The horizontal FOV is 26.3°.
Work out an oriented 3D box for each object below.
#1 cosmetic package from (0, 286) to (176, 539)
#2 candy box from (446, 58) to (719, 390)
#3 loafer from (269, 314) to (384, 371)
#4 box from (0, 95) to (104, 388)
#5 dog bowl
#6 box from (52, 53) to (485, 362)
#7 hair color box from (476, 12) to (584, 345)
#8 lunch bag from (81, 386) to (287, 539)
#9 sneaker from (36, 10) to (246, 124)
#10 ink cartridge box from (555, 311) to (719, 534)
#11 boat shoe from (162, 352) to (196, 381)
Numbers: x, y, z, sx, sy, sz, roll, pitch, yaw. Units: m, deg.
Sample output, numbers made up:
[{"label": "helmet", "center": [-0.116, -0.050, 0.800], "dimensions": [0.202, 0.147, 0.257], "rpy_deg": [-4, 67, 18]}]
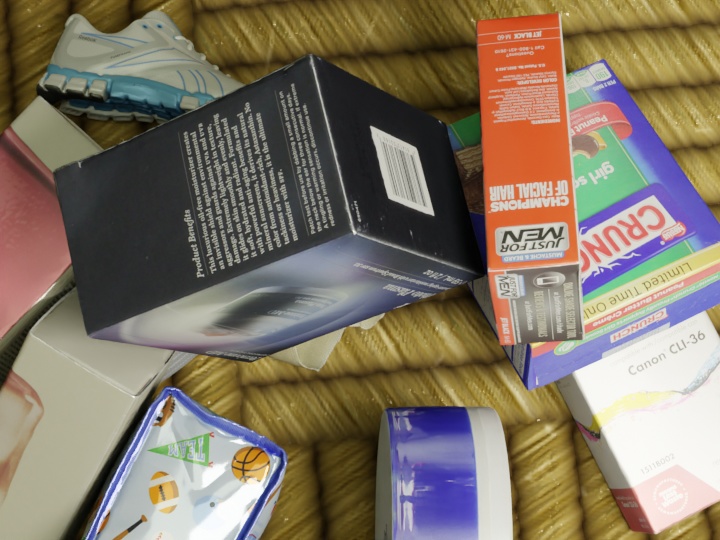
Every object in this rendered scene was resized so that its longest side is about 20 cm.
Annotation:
[{"label": "cosmetic package", "center": [-0.216, 0.123, 1.071], "dimensions": [0.087, 0.103, 0.200], "rpy_deg": [31, 111, 0]}, {"label": "candy box", "center": [0.154, -0.037, 1.147], "dimensions": [0.169, 0.077, 0.200], "rpy_deg": [-24, 62, -8]}, {"label": "loafer", "center": [0.000, 0.000, 1.146], "dimensions": [0.068, 0.076, 0.200], "rpy_deg": [39, 114, -16]}, {"label": "box", "center": [-0.250, -0.006, 1.112], "dimensions": [0.109, 0.128, 0.200], "rpy_deg": [41, 80, 7]}, {"label": "dog bowl", "center": [0.054, 0.194, 1.079], "dimensions": [0.079, 0.200, 0.200], "rpy_deg": [1, 82, -3]}, {"label": "box", "center": [-0.054, -0.028, 1.007], "dimensions": [0.198, 0.200, 0.123], "rpy_deg": [-20, 73, 24]}, {"label": "hair color box", "center": [0.116, -0.063, 1.059], "dimensions": [0.064, 0.111, 0.200], "rpy_deg": [-5, 60, 7]}, {"label": "lunch bag", "center": [-0.135, 0.196, 1.079], "dimensions": [0.124, 0.170, 0.200], "rpy_deg": [29, 80, 2]}, {"label": "sneaker", "center": [-0.140, -0.153, 1.175], "dimensions": [0.200, 0.075, 0.087], "rpy_deg": [12, 76, -4]}, {"label": "ink cartridge box", "center": [0.218, 0.085, 1.175], "dimensions": [0.116, 0.067, 0.200], "rpy_deg": [-27, 85, -8]}, {"label": "boat shoe", "center": [-0.133, 0.019, 1.159], "dimensions": [0.200, 0.072, 0.071], "rpy_deg": [-41, 80, -20]}]
